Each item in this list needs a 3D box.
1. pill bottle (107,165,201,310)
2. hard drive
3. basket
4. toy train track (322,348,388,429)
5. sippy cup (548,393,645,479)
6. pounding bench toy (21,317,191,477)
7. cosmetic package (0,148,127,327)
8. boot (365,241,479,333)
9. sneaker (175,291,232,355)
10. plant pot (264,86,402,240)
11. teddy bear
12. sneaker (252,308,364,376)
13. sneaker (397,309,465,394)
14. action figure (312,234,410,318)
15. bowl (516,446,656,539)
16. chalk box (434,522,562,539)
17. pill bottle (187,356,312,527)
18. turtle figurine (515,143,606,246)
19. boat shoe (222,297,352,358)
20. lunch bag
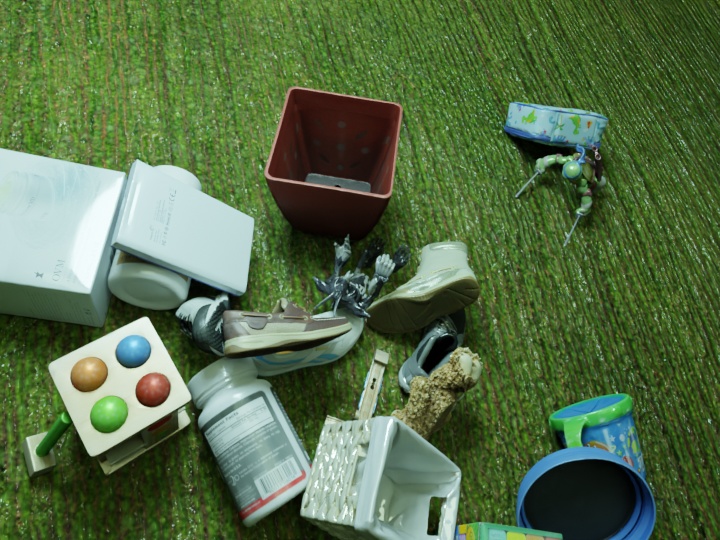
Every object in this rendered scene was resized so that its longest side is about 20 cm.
[{"bbox_3d":[-0.305,-0.054,0.828,0.112,0.115,0.204,10,60,-13],"label":"pill bottle"},{"bbox_3d":[-0.248,-0.057,0.784,0.198,0.025,0.135,27,52,-39],"label":"hard drive"},{"bbox_3d":[0.031,0.291,0.707,0.200,0.121,0.138,46,48,-38],"label":"basket"},{"bbox_3d":[0.012,0.214,0.843,0.113,0.033,0.203,23,57,-6],"label":"toy train track"},{"bbox_3d":[0.398,0.287,0.886,0.174,0.140,0.133,-16,80,-13],"label":"sippy cup"},{"bbox_3d":[-0.329,0.177,0.673,0.198,0.157,0.125,-29,75,-29],"label":"pounding bench toy"},{"bbox_3d":[-0.454,-0.046,0.770,0.195,0.123,0.203,9,60,-13],"label":"cosmetic package"},{"bbox_3d":[0.104,0.024,0.944,0.156,0.196,0.073,-85,151,-59],"label":"boot"},{"bbox_3d":[-0.222,0.078,0.760,0.078,0.200,0.076,-6,95,-10],"label":"sneaker"},{"bbox_3d":[-0.043,-0.163,0.927,0.195,0.177,0.204,9,59,0],"label":"plant pot"},{"bbox_3d":[0.109,0.196,0.822,0.067,0.202,0.144,42,21,29],"label":"teddy bear"},{"bbox_3d":[-0.076,0.106,0.843,0.197,0.081,0.077,-19,68,-28],"label":"sneaker"},{"bbox_3d":[0.142,0.113,0.892,0.074,0.116,0.201,34,58,2],"label":"sneaker"},{"bbox_3d":[0.000,0.000,0.885,0.117,0.104,0.200,27,36,18],"label":"action figure"},{"bbox_3d":[0.328,0.353,0.800,0.197,0.203,0.039,25,17,-4],"label":"bowl"},{"bbox_3d":[0.186,0.404,0.702,0.122,0.201,0.126,14,59,-11],"label":"chalk box"},{"bbox_3d":[-0.151,0.224,0.734,0.112,0.114,0.202,-23,72,-28],"label":"pill bottle"},{"bbox_3d":[0.448,-0.187,1.181,0.142,0.204,0.192,28,27,31],"label":"turtle figurine"},{"bbox_3d":[-0.098,0.072,0.747,0.197,0.072,0.074,-4,72,-36],"label":"boat shoe"},{"bbox_3d":[0.436,-0.328,1.214,0.196,0.084,0.161,1,24,-20],"label":"lunch bag"}]
